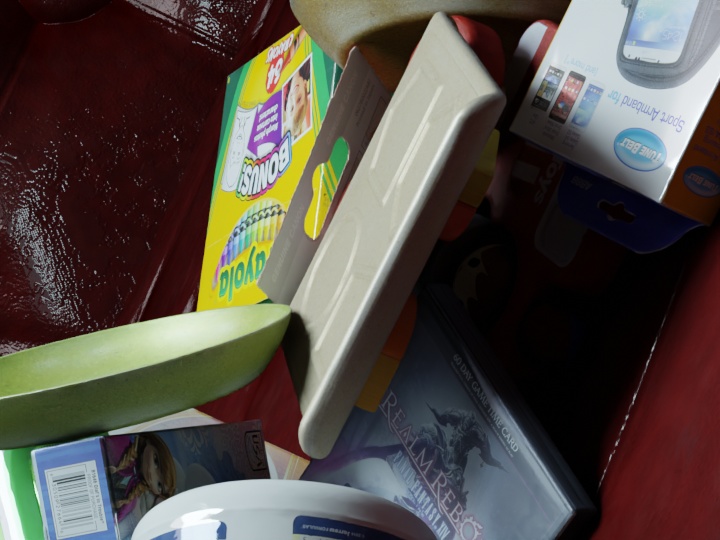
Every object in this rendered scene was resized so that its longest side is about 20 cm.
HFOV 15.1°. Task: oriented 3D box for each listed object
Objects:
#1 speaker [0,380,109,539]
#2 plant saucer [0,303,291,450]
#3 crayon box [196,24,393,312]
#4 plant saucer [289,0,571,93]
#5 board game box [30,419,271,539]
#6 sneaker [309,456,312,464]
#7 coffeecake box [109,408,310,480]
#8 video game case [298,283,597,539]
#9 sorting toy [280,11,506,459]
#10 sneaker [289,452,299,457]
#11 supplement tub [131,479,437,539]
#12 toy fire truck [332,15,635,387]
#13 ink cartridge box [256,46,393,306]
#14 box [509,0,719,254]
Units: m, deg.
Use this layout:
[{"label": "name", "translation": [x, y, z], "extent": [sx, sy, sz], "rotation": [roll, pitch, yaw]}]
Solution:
[{"label": "speaker", "translation": [-0.153, 0.160, 1.403], "extent": [0.088, 0.088, 0.200], "rotation": [-54, 46, 48]}, {"label": "plant saucer", "translation": [-0.128, 0.055, 1.337], "extent": [0.200, 0.200, 0.031], "rotation": [-161, 57, -80]}, {"label": "crayon box", "translation": [-0.035, -0.055, 1.660], "extent": [0.200, 0.058, 0.173], "rotation": [155, 125, -65]}, {"label": "plant saucer", "translation": [0.061, -0.129, 1.477], "extent": [0.200, 0.200, 0.035], "rotation": [139, 134, -67]}, {"label": "board game box", "translation": [-0.084, 0.177, 1.341], "extent": [0.199, 0.043, 0.200], "rotation": [1, -103, -72]}, {"label": "sneaker", "translation": [-0.004, 0.115, 1.393], "extent": [0.077, 0.073, 0.200], "rotation": [-30, -39, -39]}, {"label": "coffeecake box", "translation": [-0.099, 0.165, 1.527], "extent": [0.073, 0.200, 0.154], "rotation": [-50, 18, 56]}, {"label": "video game case", "translation": [0.023, 0.126, 1.280], "extent": [0.143, 0.019, 0.200], "rotation": [57, 132, 33]}, {"label": "sorting toy", "translation": [0.017, -0.019, 1.287], "extent": [0.185, 0.036, 0.200], "rotation": [-63, 10, 13]}, {"label": "sneaker", "translation": [-0.054, 0.204, 1.617], "extent": [0.070, 0.076, 0.200], "rotation": [158, 115, -66]}, {"label": "supplement tub", "translation": [-0.037, 0.206, 1.189], "extent": [0.145, 0.145, 0.200], "rotation": [131, 147, -58]}, {"label": "toy fire truck", "translation": [0.082, -0.028, 1.374], "extent": [0.200, 0.112, 0.168], "rotation": [-64, 28, 9]}, {"label": "ink cartridge box", "translation": [0.000, 0.000, 1.492], "extent": [0.050, 0.200, 0.161], "rotation": [-1, 55, 34]}, {"label": "box", "translation": [0.146, -0.111, 1.251], "extent": [0.119, 0.041, 0.200], "rotation": [30, 94, 52]}]
